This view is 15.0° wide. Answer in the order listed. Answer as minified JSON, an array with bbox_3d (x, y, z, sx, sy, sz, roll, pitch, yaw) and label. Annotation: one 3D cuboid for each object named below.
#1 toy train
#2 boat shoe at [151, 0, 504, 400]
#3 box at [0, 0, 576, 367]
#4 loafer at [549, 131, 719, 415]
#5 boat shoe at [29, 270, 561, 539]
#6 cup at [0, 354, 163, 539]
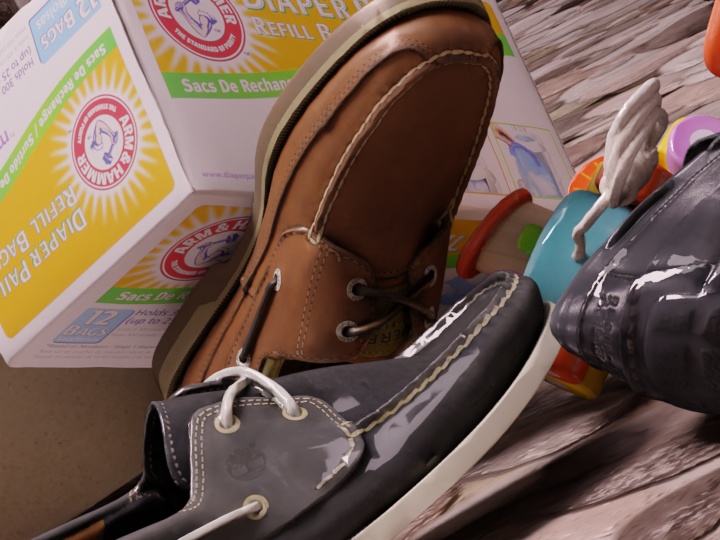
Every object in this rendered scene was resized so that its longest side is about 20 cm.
[{"bbox_3d":[0.089,-0.048,0.853,0.056,0.150,0.200,24,35,18],"label":"toy train"},{"bbox_3d":[0.000,0.000,0.844,0.072,0.068,0.200,-5,-38,-30],"label":"boat shoe"},{"bbox_3d":[-0.034,-0.036,0.952,0.200,0.101,0.112,2,-33,-45],"label":"box"},{"bbox_3d":[0.126,-0.025,0.780,0.070,0.068,0.201,12,34,34],"label":"loafer"},{"bbox_3d":[-0.026,0.056,0.736,0.200,0.068,0.072,-37,6,-19],"label":"boat shoe"},{"bbox_3d":[-0.144,0.030,1.045,0.200,0.143,0.200,-32,1,0],"label":"cup"}]
